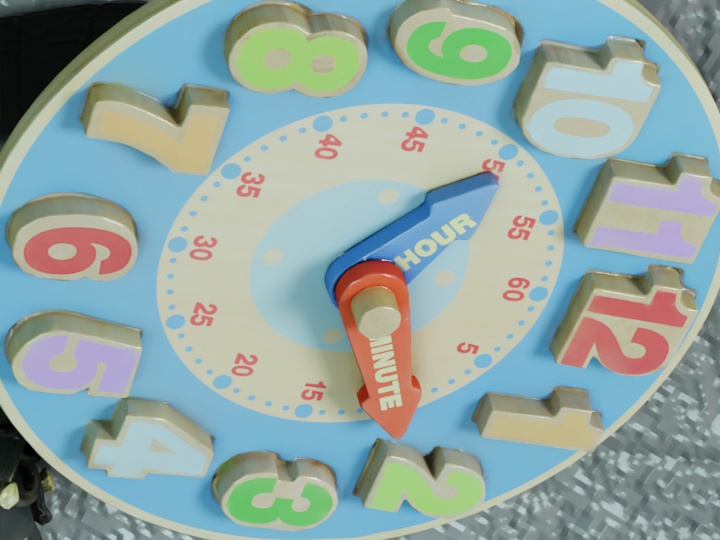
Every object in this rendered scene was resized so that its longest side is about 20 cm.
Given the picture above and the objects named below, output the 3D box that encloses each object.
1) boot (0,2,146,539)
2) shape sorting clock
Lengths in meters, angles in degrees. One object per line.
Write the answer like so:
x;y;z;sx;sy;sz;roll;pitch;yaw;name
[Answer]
-0.097;0.014;0.803;0.203;0.074;0.154;-8;122;12;boot
0.000;0.000;0.741;0.200;0.039;0.200;-10;133;-11;shape sorting clock
